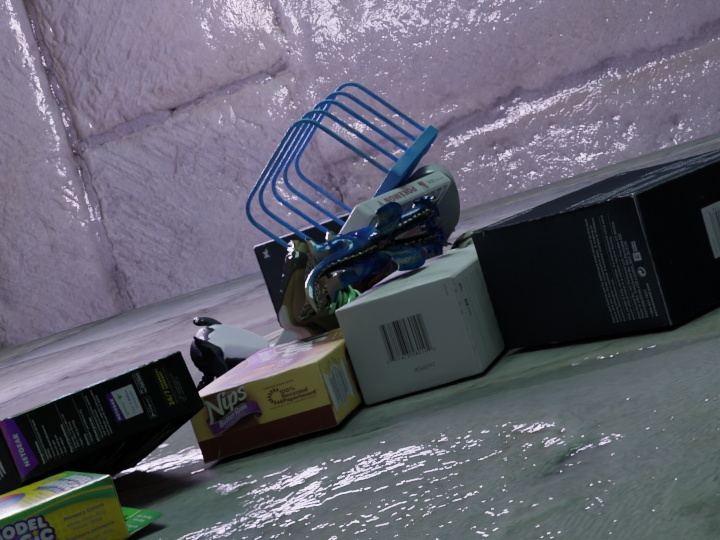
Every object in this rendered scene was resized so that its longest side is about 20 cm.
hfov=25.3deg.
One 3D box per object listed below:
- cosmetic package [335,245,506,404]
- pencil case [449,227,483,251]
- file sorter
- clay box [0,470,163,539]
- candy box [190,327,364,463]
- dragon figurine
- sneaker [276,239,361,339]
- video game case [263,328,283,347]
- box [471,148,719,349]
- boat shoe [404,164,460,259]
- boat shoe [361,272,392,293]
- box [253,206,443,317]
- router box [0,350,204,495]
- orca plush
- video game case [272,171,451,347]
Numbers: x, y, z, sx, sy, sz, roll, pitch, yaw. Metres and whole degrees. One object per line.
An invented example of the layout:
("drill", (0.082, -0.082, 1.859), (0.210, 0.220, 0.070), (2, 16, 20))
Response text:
("cosmetic package", (0.065, 0.037, 1.335), (0.107, 0.085, 0.200), (-18, 3, 20))
("pencil case", (0.130, -0.001, 1.614), (0.089, 0.079, 0.200), (-5, 4, -1))
("file sorter", (-0.021, -0.099, 1.665), (0.139, 0.122, 0.200), (-58, -2, 22))
("clay box", (-0.238, 0.177, 1.049), (0.199, 0.048, 0.115), (-21, 4, -27))
("candy box", (-0.052, 0.094, 1.304), (0.116, 0.057, 0.200), (-17, 5, 16))
("dragon figurine", (0.014, -0.020, 1.324), (0.099, 0.059, 0.200), (-23, 2, 19))
("sneaker", (-0.017, 0.032, 1.423), (0.088, 0.077, 0.200), (-1, -27, 13))
("video game case", (-0.034, 0.066, 1.842), (0.199, 0.024, 0.181), (-23, 6, -43))
("box", (0.227, -0.022, 1.284), (0.199, 0.105, 0.182), (-21, 6, -38))
("boat shoe", (0.065, -0.043, 1.726), (0.073, 0.200, 0.068), (-1, 42, -2))
("boat shoe", (0.041, 0.033, 1.582), (0.074, 0.074, 0.200), (-17, 4, 4))
("box", (-0.012, -0.020, 2.171), (0.199, 0.124, 0.198), (-19, 3, 18))
("router box", (-0.219, 0.134, 1.225), (0.148, 0.051, 0.200), (-21, -10, -29))
("orca plush", (-0.142, 0.106, 1.677), (0.105, 0.071, 0.200), (27, 6, -6))
("video game case", (0.000, 0.000, 1.596), (0.182, 0.023, 0.201), (-27, -29, -59))
